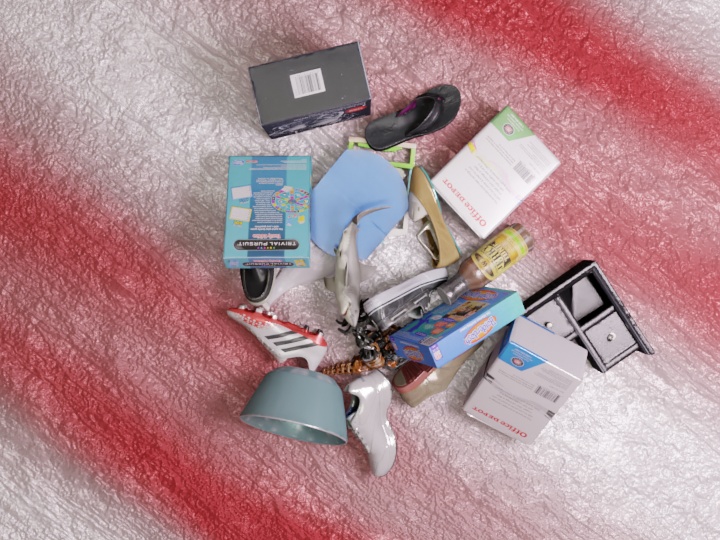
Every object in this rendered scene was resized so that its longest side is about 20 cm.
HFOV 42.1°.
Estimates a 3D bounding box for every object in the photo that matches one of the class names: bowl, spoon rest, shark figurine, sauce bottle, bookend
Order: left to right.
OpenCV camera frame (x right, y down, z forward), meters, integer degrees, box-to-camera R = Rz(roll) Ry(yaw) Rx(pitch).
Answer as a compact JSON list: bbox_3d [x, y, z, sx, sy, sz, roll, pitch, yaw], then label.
[{"bbox_3d":[-0.115,-0.005,1.736,0.200,0.061,0.100,-42,92,-13],"label":"spoon rest"},{"bbox_3d":[-0.110,0.239,1.681,0.198,0.201,0.106,12,72,0],"label":"bowl"},{"bbox_3d":[-0.003,-0.021,1.679,0.088,0.128,0.217,1,105,-25],"label":"shark figurine"},{"bbox_3d":[0.227,-0.008,1.703,0.199,0.065,0.065,-38,91,-15],"label":"sauce bottle"},{"bbox_3d":[0.392,0.117,1.713,0.199,0.092,0.200,-33,91,2],"label":"bookend"}]

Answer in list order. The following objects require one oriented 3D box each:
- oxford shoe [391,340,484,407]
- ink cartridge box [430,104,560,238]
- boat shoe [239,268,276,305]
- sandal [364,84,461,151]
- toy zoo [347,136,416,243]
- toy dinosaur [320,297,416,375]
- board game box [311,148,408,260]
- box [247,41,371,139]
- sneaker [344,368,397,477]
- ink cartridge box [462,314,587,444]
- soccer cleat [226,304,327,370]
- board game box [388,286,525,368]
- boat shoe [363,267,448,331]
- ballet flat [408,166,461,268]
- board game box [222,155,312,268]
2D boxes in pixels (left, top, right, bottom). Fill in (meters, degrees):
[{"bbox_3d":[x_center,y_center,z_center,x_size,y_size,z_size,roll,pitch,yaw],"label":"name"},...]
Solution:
[{"bbox_3d":[0.153,0.177,1.739,0.199,0.071,0.075,-33,122,-4],"label":"oxford shoe"},{"bbox_3d":[0.241,-0.176,1.711,0.200,0.084,0.145,-44,90,1],"label":"ink cartridge box"},{"bbox_3d":[-0.194,-0.037,1.690,0.071,0.068,0.203,-7,70,14],"label":"boat shoe"},{"bbox_3d":[0.102,-0.281,1.717,0.199,0.048,0.076,-29,80,-7],"label":"sandal"},{"bbox_3d":[0.031,-0.142,1.743,0.129,0.020,0.203,7,91,0],"label":"toy zoo"},{"bbox_3d":[0.022,0.136,1.718,0.199,0.102,0.137,-35,109,-21],"label":"toy dinosaur"},{"bbox_3d":[-0.009,-0.119,1.717,0.158,0.039,0.200,40,97,-5],"label":"board game box"},{"bbox_3d":[-0.085,-0.316,1.660,0.197,0.182,0.106,-13,91,1],"label":"box"},{"bbox_3d":[0.013,0.283,1.706,0.086,0.074,0.203,-12,101,-26],"label":"sneaker"},{"bbox_3d":[0.291,0.198,1.669,0.145,0.085,0.201,28,131,0],"label":"ink cartridge box"},{"bbox_3d":[-0.159,0.124,1.727,0.198,0.069,0.086,20,90,-4],"label":"soccer cleat"},{"bbox_3d":[0.169,0.095,1.651,0.199,0.152,0.045,-30,106,-20],"label":"board game box"},{"bbox_3d":[0.090,0.056,1.689,0.199,0.072,0.072,-24,83,-35],"label":"boat shoe"},{"bbox_3d":[0.123,-0.090,1.694,0.063,0.069,0.202,-30,112,-10],"label":"ballet flat"},{"bbox_3d":[-0.162,-0.105,1.654,0.149,0.047,0.203,0,67,0],"label":"board game box"}]
